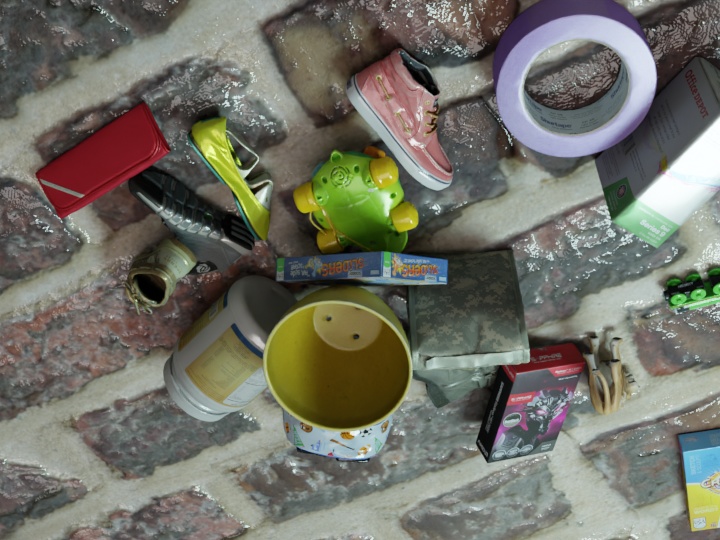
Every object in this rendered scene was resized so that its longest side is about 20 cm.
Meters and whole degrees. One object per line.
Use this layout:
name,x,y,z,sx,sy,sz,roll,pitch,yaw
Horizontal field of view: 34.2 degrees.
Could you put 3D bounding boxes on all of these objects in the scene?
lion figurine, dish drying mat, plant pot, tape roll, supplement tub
lion figurine,0.364,0.171,1.734,0.072,0.200,0.123,0,103,22
dish drying mat,-0.350,-0.146,1.580,0.200,0.018,0.077,-28,90,23
plant pot,-0.025,0.098,1.604,0.199,0.142,0.201,2,116,4
tape roll,0.269,-0.245,1.478,0.199,0.066,0.201,1,127,2
supplement tub,-0.183,0.117,1.716,0.145,0.145,0.200,35,121,-23

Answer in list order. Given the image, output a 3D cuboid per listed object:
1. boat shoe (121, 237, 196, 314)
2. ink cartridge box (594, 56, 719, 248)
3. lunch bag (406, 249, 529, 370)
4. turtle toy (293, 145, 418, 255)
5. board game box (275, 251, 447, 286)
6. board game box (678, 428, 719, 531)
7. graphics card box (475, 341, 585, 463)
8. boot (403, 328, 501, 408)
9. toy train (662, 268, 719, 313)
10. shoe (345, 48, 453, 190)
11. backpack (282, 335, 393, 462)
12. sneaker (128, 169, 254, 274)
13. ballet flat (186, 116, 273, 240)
boat shoe,-0.296,0.014,1.651,0.073,0.063,0.200,39,148,-7
ink cartridge box,0.405,-0.152,1.494,0.087,0.146,0.200,27,123,-19
lunch bag,0.147,0.071,1.638,0.163,0.200,0.118,-3,127,3
turtle toy,0.004,-0.087,1.582,0.145,0.101,0.200,-17,126,15
board game box,0.000,0.000,1.591,0.200,0.035,0.135,-3,174,44
board game box,0.612,0.342,1.933,0.153,0.040,0.200,-11,126,9
graphics card box,0.261,0.206,1.808,0.125,0.051,0.200,-7,132,-23
boot,0.142,0.128,1.764,0.130,0.068,0.200,-22,140,13
toy train,0.539,0.021,1.692,0.199,0.042,0.056,-15,136,13
shoe,0.077,-0.194,1.516,0.091,0.072,0.200,-31,116,29
backpack,-0.029,0.189,1.738,0.199,0.191,0.154,4,127,0
sneaker,-0.257,-0.051,1.636,0.200,0.075,0.115,32,124,-22
ballet flat,-0.158,-0.126,1.584,0.067,0.067,0.200,-29,122,6
